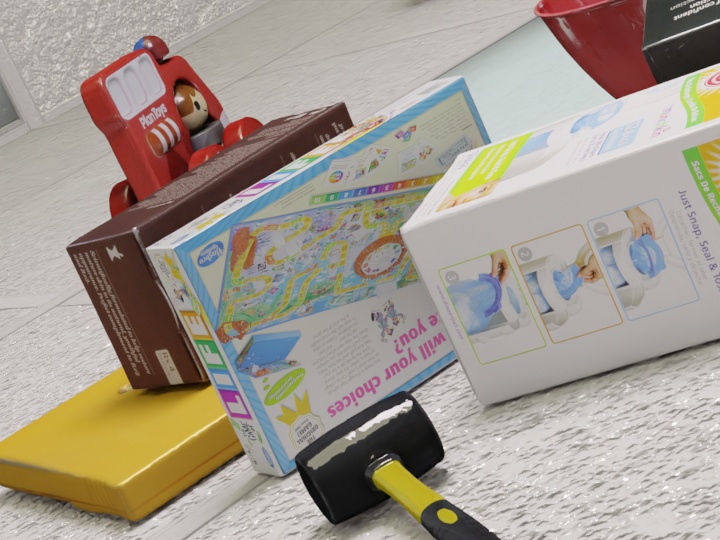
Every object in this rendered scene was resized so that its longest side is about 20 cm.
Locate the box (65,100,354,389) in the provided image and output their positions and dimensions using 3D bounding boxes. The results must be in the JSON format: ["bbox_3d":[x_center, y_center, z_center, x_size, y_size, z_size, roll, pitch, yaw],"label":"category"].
[{"bbox_3d":[-0.073,-0.017,1.139,0.075,0.100,0.200,-11,18,43],"label":"box"}]

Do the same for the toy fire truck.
[{"bbox_3d":[-0.170,-0.126,1.674,0.112,0.168,0.200,-18,15,24],"label":"toy fire truck"}]

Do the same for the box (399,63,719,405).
[{"bbox_3d":[0.140,-0.025,0.908,0.200,0.102,0.113,-18,16,26],"label":"box"}]

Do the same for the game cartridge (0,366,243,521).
[{"bbox_3d":[-0.111,0.084,1.100,0.176,0.032,0.200,-32,18,-27],"label":"game cartridge"}]

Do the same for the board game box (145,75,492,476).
[{"bbox_3d":[0.000,0.000,0.991,0.200,0.135,0.034,-32,15,-27],"label":"board game box"}]

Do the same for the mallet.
[{"bbox_3d":[0.038,0.096,0.788,0.066,0.041,0.200,-33,20,-18],"label":"mallet"}]

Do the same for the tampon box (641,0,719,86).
[{"bbox_3d":[0.251,-0.145,1.030,0.150,0.126,0.200,-19,30,24],"label":"tampon box"}]

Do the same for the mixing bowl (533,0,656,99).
[{"bbox_3d":[0.231,-0.171,1.275,0.200,0.109,0.200,-24,13,6],"label":"mixing bowl"}]
